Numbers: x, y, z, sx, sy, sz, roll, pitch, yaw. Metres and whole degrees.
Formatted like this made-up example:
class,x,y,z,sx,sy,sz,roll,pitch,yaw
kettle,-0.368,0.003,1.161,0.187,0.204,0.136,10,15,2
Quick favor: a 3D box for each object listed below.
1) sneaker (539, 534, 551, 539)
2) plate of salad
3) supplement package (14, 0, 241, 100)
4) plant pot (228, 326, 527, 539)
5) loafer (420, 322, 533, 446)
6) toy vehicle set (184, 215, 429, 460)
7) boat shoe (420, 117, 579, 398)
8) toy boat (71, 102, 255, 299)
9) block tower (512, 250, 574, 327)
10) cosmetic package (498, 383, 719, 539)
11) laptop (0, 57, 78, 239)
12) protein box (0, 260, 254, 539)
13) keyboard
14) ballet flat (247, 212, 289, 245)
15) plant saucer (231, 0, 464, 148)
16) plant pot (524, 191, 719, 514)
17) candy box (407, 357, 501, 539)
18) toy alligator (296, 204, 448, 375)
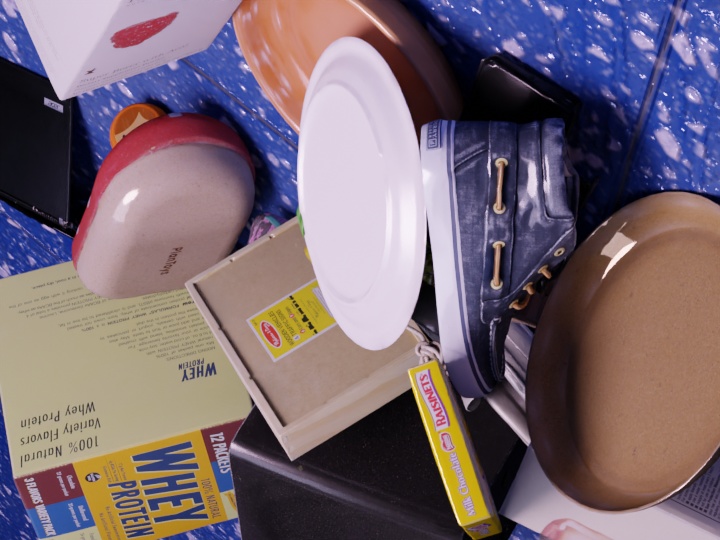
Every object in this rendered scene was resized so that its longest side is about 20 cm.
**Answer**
class,x,y,z,sx,sy,sz,roll,pitch,yaw
sneaker,0.215,0.262,1.867,0.200,0.071,0.080,52,159,-11
plate of salad,0.007,-0.050,1.582,0.200,0.048,0.202,174,90,-66
supplement package,-0.148,-0.212,1.603,0.120,0.121,0.200,65,158,7
plant pot,0.032,0.140,1.843,0.177,0.200,0.201,23,150,18
loafer,0.093,0.067,1.755,0.200,0.070,0.070,39,155,14
toy vehicle set,-0.037,0.039,1.769,0.200,0.124,0.027,54,173,49
boat shoe,0.092,-0.004,1.512,0.090,0.071,0.201,-3,127,9
toy boat,-0.160,-0.070,1.914,0.200,0.130,0.132,124,133,-61
block tower,0.080,0.000,1.668,0.058,0.054,0.199,24,174,-43
cosmetic package,0.203,0.144,1.591,0.199,0.104,0.087,27,141,6
laptop,-0.273,-0.099,2.156,0.177,0.104,0.200,26,175,38
protein box,-0.187,0.102,2.008,0.135,0.197,0.201,78,177,-51
keyboard,0.096,-0.034,1.569,0.104,0.040,0.201,36,126,24
ballet flat,-0.066,0.021,1.959,0.071,0.069,0.201,53,158,28
plant saucer,-0.002,-0.132,1.636,0.200,0.037,0.201,35,153,21
plant pot,0.176,0.052,1.489,0.027,0.201,0.200,21,172,-35
candy box,0.062,0.117,1.574,0.200,0.026,0.103,61,-168,-80
toy alligator,0.000,0.000,1.668,0.054,0.059,0.200,21,-153,-42
